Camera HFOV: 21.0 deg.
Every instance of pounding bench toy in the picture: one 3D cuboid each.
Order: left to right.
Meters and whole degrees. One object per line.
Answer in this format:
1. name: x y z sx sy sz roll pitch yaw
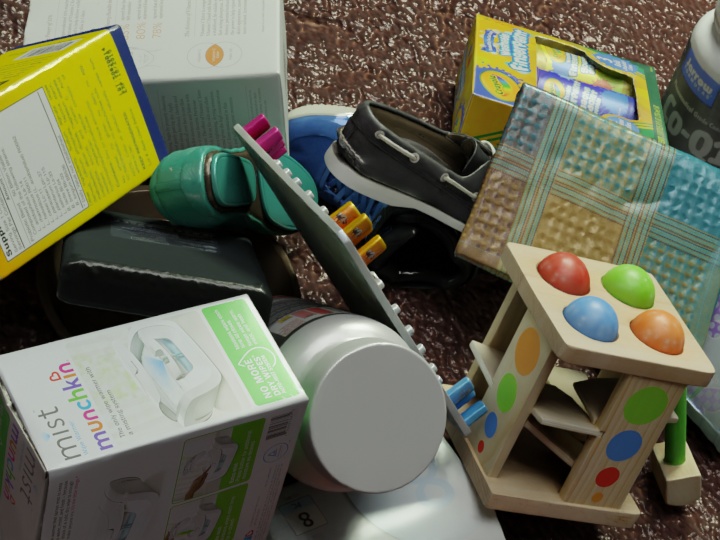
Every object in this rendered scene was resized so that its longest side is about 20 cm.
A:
1. pounding bench toy: 0.183 0.080 1.375 0.198 0.157 0.125 11 30 -25

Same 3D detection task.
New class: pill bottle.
1. pill bottle: -0.025 0.082 1.288 0.115 0.117 0.200 -4 6 -22
2. pill bottle: 0.315 -0.149 1.623 0.113 0.201 0.114 9 46 -9

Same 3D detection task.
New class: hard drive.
1. hard drive: -0.137 -0.003 1.339 0.138 0.033 0.200 10 10 -9

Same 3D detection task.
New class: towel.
1. towel: 0.184 -0.036 1.446 0.198 0.022 0.148 24 80 -4

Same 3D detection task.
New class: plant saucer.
1. plant saucer: -0.142 0.017 1.439 0.198 0.030 0.201 10 46 -10

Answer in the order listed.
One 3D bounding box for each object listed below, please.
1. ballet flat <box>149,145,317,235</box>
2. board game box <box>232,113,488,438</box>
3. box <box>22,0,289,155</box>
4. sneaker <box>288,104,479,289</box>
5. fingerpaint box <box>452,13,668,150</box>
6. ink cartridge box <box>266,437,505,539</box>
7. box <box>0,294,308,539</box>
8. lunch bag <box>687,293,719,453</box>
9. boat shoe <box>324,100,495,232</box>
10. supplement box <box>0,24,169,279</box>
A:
1. ballet flat: -0.098 -0.061 1.436 0.070 0.068 0.200 -4 -4 21
2. board game box: 0.000 0.000 1.354 0.026 0.201 0.200 -36 35 -5
3. box: -0.157 -0.153 1.510 0.198 0.098 0.125 -2 47 1
4. sneaker: 0.012 -0.053 1.520 0.199 0.077 0.111 28 36 0
5. fingerpaint box: 0.162 -0.129 1.602 0.165 0.074 0.200 16 26 -2
6. ink cartridge box: 0.036 0.213 1.302 0.159 0.048 0.200 -17 53 -31
7. box: -0.144 0.133 1.211 0.175 0.201 0.097 -14 53 -27
8. lunch bag: 0.305 0.025 1.511 0.199 0.127 0.170 -34 63 -12
9. boat shoe: 0.070 -0.076 1.466 0.198 0.061 0.074 19 32 -24
10. supplement box: -0.243 -0.079 1.337 0.109 0.110 0.200 -7 21 36
